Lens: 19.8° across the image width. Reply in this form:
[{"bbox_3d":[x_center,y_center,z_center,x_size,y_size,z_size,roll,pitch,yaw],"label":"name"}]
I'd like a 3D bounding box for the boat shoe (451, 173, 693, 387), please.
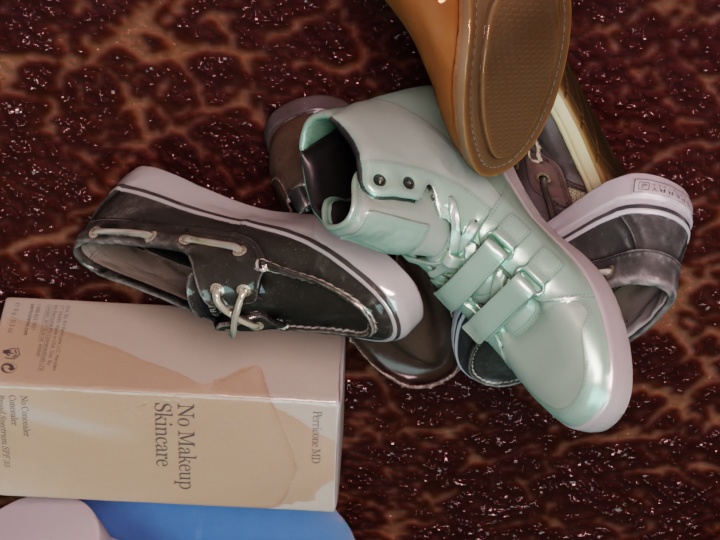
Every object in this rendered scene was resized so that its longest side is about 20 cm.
[{"bbox_3d":[0.100,0.022,1.065,0.072,0.071,0.200,21,146,-14],"label":"boat shoe"}]

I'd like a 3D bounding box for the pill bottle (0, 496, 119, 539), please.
[{"bbox_3d":[-0.164,0.233,1.256,0.116,0.116,0.200,-13,133,13],"label":"pill bottle"}]

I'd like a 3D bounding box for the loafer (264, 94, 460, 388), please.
[{"bbox_3d":[0.000,0.000,1.126,0.073,0.071,0.200,-20,126,19],"label":"loafer"}]

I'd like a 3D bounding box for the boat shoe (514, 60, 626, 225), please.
[{"bbox_3d":[0.098,-0.054,1.076,0.065,0.073,0.200,-22,126,13],"label":"boat shoe"}]

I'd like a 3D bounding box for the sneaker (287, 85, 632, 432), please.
[{"bbox_3d":[0.042,0.001,0.991,0.118,0.201,0.074,-10,150,-42],"label":"sneaker"}]

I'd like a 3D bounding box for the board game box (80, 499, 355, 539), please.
[{"bbox_3d":[-0.098,0.164,1.291,0.199,0.039,0.158,7,136,0],"label":"board game box"}]

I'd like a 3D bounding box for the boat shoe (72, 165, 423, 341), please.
[{"bbox_3d":[-0.061,0.006,1.079,0.200,0.064,0.071,17,141,31],"label":"boat shoe"}]

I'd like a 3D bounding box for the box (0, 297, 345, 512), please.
[{"bbox_3d":[-0.109,0.077,1.190,0.199,0.078,0.095,2,129,1],"label":"box"}]

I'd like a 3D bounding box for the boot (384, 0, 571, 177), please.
[{"bbox_3d":[0.015,-0.150,0.959,0.155,0.074,0.200,21,130,42],"label":"boot"}]
